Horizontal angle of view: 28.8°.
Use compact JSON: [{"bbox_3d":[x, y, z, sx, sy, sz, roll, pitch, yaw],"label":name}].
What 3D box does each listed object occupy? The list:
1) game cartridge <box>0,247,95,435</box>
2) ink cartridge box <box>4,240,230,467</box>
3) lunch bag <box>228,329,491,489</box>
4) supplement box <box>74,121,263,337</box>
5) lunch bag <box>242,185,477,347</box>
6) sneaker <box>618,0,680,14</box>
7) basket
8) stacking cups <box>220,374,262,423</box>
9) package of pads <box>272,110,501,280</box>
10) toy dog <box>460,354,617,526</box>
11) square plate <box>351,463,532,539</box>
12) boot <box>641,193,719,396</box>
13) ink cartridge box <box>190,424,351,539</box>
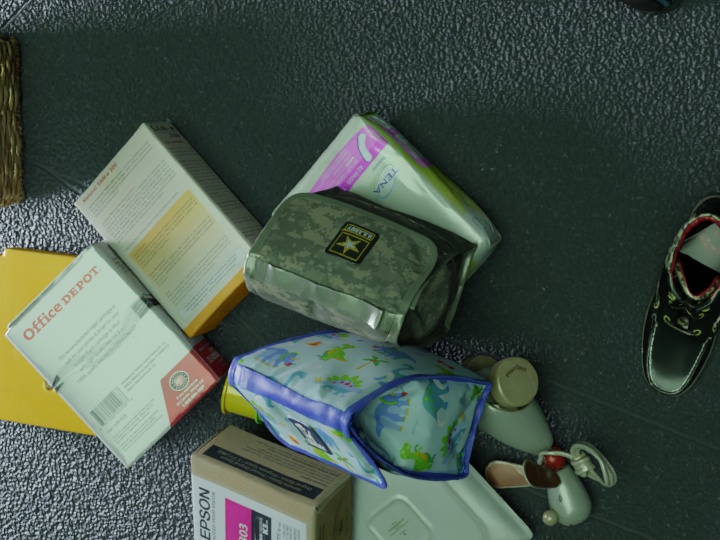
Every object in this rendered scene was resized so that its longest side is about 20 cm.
[{"bbox_3d":[-0.346,0.081,1.605,0.174,0.032,0.203,7,96,17],"label":"game cartridge"},{"bbox_3d":[-0.262,0.087,1.522,0.144,0.084,0.200,-43,92,7],"label":"ink cartridge box"},{"bbox_3d":[-0.004,0.126,1.328,0.169,0.199,0.129,16,92,42],"label":"lunch bag"},{"bbox_3d":[-0.195,-0.046,1.514,0.126,0.073,0.200,-44,82,18],"label":"supplement box"},{"bbox_3d":[0.000,0.000,1.318,0.162,0.200,0.119,22,105,16],"label":"lunch bag"},{"bbox_3d":[0.220,-0.314,1.341,0.199,0.082,0.074,30,106,14],"label":"sneaker"},{"bbox_3d":[-0.471,-0.165,1.554,0.141,0.149,0.203,2,98,18],"label":"basket"},{"bbox_3d":[-0.048,0.149,1.500,0.197,0.060,0.061,13,100,13],"label":"stacking cups"},{"bbox_3d":[0.030,-0.049,1.443,0.200,0.068,0.155,45,109,8],"label":"package of pads"},{"bbox_3d":[0.152,0.177,1.404,0.096,0.132,0.201,-33,76,-20],"label":"toy dog"},{"bbox_3d":[0.045,0.262,1.466,0.200,0.028,0.198,-41,93,26],"label":"square plate"},{"bbox_3d":[0.305,0.030,1.314,0.073,0.154,0.206,19,102,15],"label":"boot"},{"bbox_3d":[-0.094,0.286,1.476,0.163,0.075,0.203,16,120,28],"label":"ink cartridge box"}]
